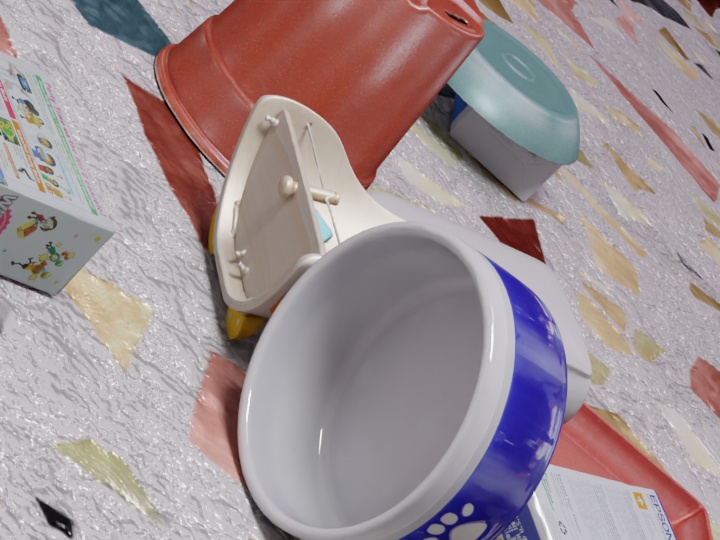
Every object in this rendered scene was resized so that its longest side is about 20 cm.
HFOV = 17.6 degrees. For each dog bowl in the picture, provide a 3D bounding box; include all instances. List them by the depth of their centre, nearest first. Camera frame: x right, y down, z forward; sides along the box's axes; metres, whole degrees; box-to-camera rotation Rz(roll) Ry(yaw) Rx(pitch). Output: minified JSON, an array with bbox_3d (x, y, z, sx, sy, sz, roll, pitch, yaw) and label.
[{"bbox_3d":[0.024,0.077,1.387,0.079,0.200,0.201,30,24,-41],"label":"dog bowl"}]

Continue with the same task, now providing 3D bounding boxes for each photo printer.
[{"bbox_3d":[0.066,0.023,1.731,0.199,0.070,0.167,23,26,-22],"label":"photo printer"}]

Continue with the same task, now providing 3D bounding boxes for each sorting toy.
[{"bbox_3d":[0.000,0.000,1.576,0.179,0.107,0.201,21,29,-24],"label":"sorting toy"}]

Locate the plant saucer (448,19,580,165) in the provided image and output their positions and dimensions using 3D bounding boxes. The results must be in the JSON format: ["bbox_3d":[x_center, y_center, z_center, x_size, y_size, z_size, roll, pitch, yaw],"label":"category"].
[{"bbox_3d":[0.141,-0.182,2.203,0.199,0.036,0.200,35,23,-17],"label":"plant saucer"}]

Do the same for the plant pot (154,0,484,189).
[{"bbox_3d":[-0.020,-0.165,1.781,0.200,0.195,0.201,39,21,-18],"label":"plant pot"}]

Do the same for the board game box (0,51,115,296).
[{"bbox_3d":[-0.251,-0.082,1.349,0.199,0.064,0.148,23,31,-44],"label":"board game box"}]

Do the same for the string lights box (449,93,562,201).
[{"bbox_3d":[0.147,-0.155,2.300,0.103,0.059,0.200,42,20,-12],"label":"string lights box"}]

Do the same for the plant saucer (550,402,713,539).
[{"bbox_3d":[0.192,0.183,1.764,0.200,0.037,0.200,41,20,-15],"label":"plant saucer"}]

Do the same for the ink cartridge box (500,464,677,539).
[{"bbox_3d":[0.176,0.232,1.579,0.199,0.043,0.198,20,43,-54],"label":"ink cartridge box"}]
